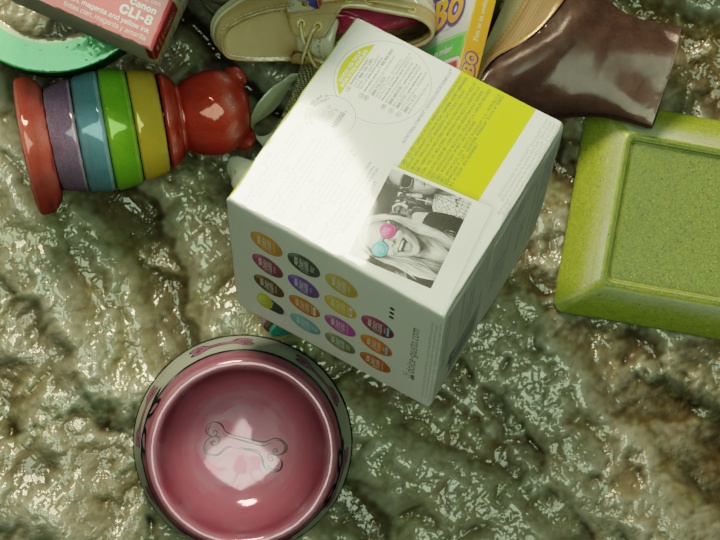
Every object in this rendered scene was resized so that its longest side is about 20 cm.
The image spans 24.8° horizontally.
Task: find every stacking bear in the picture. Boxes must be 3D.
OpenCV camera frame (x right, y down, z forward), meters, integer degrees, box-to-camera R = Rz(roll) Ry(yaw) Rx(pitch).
[{"bbox_3d":[-0.194,-0.127,1.431,0.199,0.114,0.122,-11,92,-7],"label":"stacking bear"}]

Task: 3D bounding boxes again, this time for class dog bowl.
[{"bbox_3d":[-0.105,0.158,1.456,0.199,0.074,0.201,0,91,-4],"label":"dog bowl"}]

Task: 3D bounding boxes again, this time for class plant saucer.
[{"bbox_3d":[0.292,-0.044,1.489,0.199,0.048,0.201,10,90,-4],"label":"plant saucer"}]

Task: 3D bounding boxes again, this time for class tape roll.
[{"bbox_3d":[-0.273,-0.273,1.450,0.200,0.048,0.201,0,91,-4],"label":"tape roll"}]

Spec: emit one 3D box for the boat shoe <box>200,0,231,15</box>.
[{"bbox_3d":[-0.046,-0.267,1.454,0.199,0.065,0.072,-12,92,-3],"label":"boat shoe"}]

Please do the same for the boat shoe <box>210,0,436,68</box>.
[{"bbox_3d":[-0.030,-0.212,1.423,0.199,0.069,0.074,-11,136,-4],"label":"boat shoe"}]

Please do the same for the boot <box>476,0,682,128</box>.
[{"bbox_3d":[0.181,-0.156,1.456,0.166,0.072,0.200,21,82,9],"label":"boot"}]

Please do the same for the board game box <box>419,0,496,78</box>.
[{"bbox_3d":[0.081,-0.217,1.449,0.030,0.095,0.201,17,89,-30],"label":"board game box"}]

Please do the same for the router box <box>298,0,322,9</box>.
[{"bbox_3d":[-0.086,-0.326,1.261,0.200,0.049,0.180,25,90,-1],"label":"router box"}]

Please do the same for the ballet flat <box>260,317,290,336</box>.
[{"bbox_3d":[0.000,0.000,1.469,0.199,0.069,0.071,-17,74,-7],"label":"ballet flat"}]

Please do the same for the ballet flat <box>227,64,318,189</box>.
[{"bbox_3d":[-0.074,-0.108,1.464,0.075,0.068,0.200,25,84,18],"label":"ballet flat"}]

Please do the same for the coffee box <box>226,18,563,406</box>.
[{"bbox_3d":[0.025,-0.045,1.348,0.197,0.200,0.200,28,67,11],"label":"coffee box"}]

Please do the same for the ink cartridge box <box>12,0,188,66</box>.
[{"bbox_3d":[-0.194,-0.294,1.357,0.144,0.145,0.200,23,90,-4],"label":"ink cartridge box"}]
